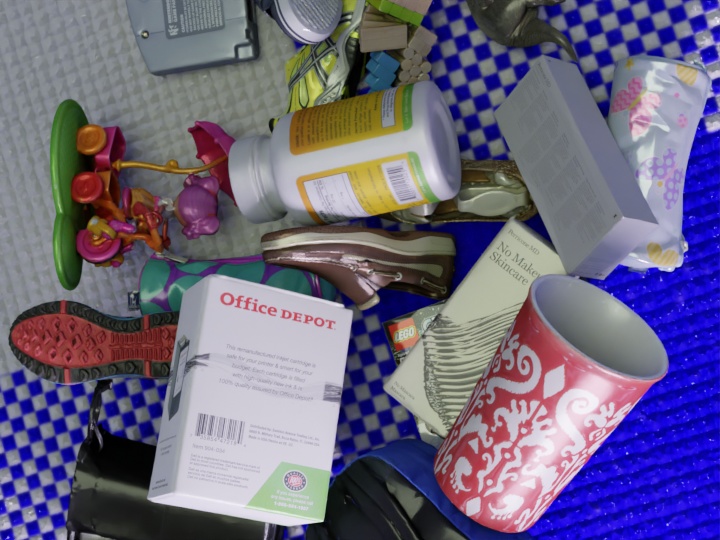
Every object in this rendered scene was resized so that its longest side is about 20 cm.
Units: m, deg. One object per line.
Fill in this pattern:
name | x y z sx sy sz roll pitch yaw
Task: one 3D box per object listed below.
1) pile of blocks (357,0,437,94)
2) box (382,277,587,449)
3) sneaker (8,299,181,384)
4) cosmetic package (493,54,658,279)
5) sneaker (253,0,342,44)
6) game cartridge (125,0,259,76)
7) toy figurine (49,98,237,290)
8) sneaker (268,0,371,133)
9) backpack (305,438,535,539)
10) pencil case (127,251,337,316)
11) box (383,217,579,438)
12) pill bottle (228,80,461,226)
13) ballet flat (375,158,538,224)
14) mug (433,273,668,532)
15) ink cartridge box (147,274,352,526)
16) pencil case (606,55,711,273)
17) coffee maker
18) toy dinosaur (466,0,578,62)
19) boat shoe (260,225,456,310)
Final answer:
pile of blocks | 0.029 -0.214 1.420 0.082 0.062 0.200 -6 115 -17
box | 0.136 0.081 1.423 0.200 0.038 0.137 -21 83 14
sneaker | -0.236 0.079 1.428 0.200 0.096 0.079 5 78 1
cosmetic package | 0.194 -0.095 1.351 0.083 0.051 0.200 -51 45 38
sneaker | -0.068 -0.270 1.437 0.078 0.200 0.079 33 124 -28
game cartridge | -0.178 -0.305 1.523 0.133 0.040 0.200 -6 87 12
toy figurine | -0.199 -0.078 1.467 0.184 0.150 0.200 -3 62 6
sneaker | -0.034 -0.209 1.460 0.076 0.075 0.200 20 92 15
backpack | 0.057 0.259 1.370 0.200 0.168 0.163 40 109 15
pencil case | -0.123 0.018 1.472 0.200 0.085 0.093 -5 107 15
box | 0.114 0.054 1.374 0.082 0.068 0.200 37 98 14
pill bottle | -0.016 -0.102 1.381 0.200 0.111 0.111 -11 85 18
ballet flat | 0.087 -0.075 1.423 0.200 0.065 0.071 -5 110 17
mug | 0.172 0.121 1.303 0.133 0.177 0.200 49 122 31
ink cartridge box | -0.099 0.120 1.348 0.145 0.084 0.200 14 73 -20
pencil case | 0.265 -0.099 1.369 0.091 0.083 0.200 8 90 29
coffee maker | -0.173 0.225 1.433 0.200 0.135 0.192 9 126 4
toy dinosaur | 0.140 -0.266 1.426 0.102 0.077 0.200 -41 83 23
boat shoe | 0.003 -0.001 1.394 0.202 0.075 0.075 2 84 -25
